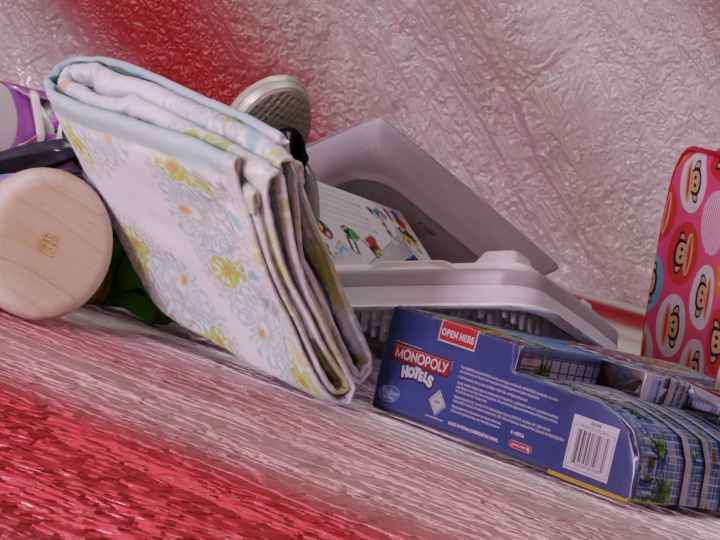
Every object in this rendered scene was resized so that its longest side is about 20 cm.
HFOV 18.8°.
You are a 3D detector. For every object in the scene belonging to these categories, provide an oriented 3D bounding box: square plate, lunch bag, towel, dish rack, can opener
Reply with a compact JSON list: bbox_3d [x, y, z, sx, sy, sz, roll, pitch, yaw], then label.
[{"bbox_3d":[0.014,-0.024,1.629,0.200,0.029,0.197,38,-36,-28],"label":"square plate"},{"bbox_3d":[0.240,0.019,1.431,0.081,0.202,0.176,8,5,-18],"label":"lunch bag"},{"bbox_3d":[-0.085,-0.023,1.193,0.048,0.172,0.199,-37,39,-23],"label":"towel"},{"bbox_3d":[0.063,0.027,1.310,0.170,0.044,0.200,0,-13,24],"label":"dish rack"},{"bbox_3d":[-0.226,-0.051,1.393,0.078,0.064,0.200,-21,0,-32],"label":"can opener"}]

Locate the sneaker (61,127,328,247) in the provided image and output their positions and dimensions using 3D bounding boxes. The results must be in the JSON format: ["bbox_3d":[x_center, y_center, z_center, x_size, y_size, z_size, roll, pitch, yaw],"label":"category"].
[{"bbox_3d":[-0.090,-0.060,1.352,0.200,0.116,0.075,47,12,19],"label":"sneaker"}]

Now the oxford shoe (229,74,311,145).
[{"bbox_3d":[-0.081,-0.080,1.442,0.075,0.058,0.200,-13,-21,-17],"label":"oxford shoe"}]

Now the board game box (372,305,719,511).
[{"bbox_3d":[0.146,0.080,1.191,0.199,0.062,0.199,10,5,-42],"label":"board game box"}]

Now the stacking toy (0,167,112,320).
[{"bbox_3d":[-0.225,-0.022,1.290,0.085,0.086,0.200,12,-2,-32],"label":"stacking toy"}]

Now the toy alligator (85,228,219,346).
[{"bbox_3d":[-0.146,-0.001,1.383,0.199,0.055,0.059,17,5,43],"label":"toy alligator"}]

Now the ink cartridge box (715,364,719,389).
[{"bbox_3d":[0.320,0.073,1.304,0.199,0.146,0.084,13,3,-9],"label":"ink cartridge box"}]

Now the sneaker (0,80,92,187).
[{"bbox_3d":[-0.178,-0.101,1.479,0.114,0.073,0.200,-25,-24,31],"label":"sneaker"}]

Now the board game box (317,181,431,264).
[{"bbox_3d":[0.000,0.000,1.460,0.200,0.035,0.127,18,37,-59],"label":"board game box"}]
